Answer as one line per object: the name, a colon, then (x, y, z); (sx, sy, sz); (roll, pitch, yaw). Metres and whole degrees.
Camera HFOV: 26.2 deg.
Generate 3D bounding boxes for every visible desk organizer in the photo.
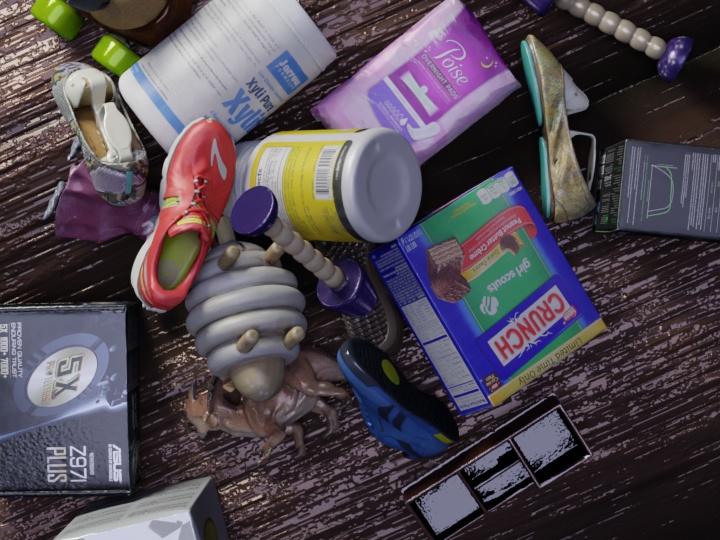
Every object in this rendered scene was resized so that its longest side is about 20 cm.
desk organizer: (0.144, 0.215, 1.644); (0.199, 0.077, 0.072); (-33, 91, 2)

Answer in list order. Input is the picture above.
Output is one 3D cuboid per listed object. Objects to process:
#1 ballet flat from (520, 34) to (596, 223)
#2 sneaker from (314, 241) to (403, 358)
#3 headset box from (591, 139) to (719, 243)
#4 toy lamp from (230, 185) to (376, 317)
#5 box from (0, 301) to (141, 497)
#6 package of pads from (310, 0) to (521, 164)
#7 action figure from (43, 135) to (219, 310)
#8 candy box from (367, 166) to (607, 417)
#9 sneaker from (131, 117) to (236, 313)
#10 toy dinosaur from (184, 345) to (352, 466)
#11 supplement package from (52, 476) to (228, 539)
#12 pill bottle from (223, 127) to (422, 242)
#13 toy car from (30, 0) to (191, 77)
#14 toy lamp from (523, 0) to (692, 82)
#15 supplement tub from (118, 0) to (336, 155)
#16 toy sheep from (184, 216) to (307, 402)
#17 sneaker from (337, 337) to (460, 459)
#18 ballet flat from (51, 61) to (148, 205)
ballet flat: (0.214, -0.152, 1.638); (0.070, 0.071, 0.201); (-9, 97, 1)
sneaker: (0.000, 0.000, 1.651); (0.070, 0.076, 0.201); (-15, 72, 15)
headset box: (0.350, -0.075, 1.584); (0.199, 0.174, 0.093); (5, 91, -1)
toy lamp: (-0.050, -0.011, 1.523); (0.058, 0.058, 0.200); (-50, 135, 2)
box: (-0.320, 0.135, 1.645); (0.163, 0.086, 0.201); (0, 92, 0)
package of pads: (0.059, -0.183, 1.635); (0.200, 0.076, 0.121); (-38, 94, 2)
action figure: (-0.228, -0.060, 1.650); (0.199, 0.134, 0.149); (22, 49, -12)
candy box: (0.132, 0.022, 1.609); (0.169, 0.077, 0.201); (-32, 93, -27)
sneaker: (-0.164, -0.053, 1.531); (0.077, 0.085, 0.201); (17, 87, -19)
toy dinosaur: (-0.088, 0.127, 1.647); (0.199, 0.086, 0.136); (-34, 70, -9)
supplement package: (-0.209, 0.333, 1.592); (0.146, 0.200, 0.192); (-13, 92, 1)
pill bottle: (-0.046, -0.086, 1.577); (0.199, 0.114, 0.115); (3, 92, 42)
toy car: (-0.252, -0.300, 1.573); (0.157, 0.200, 0.165); (35, 92, 0)
toy lamp: (0.251, -0.268, 1.631); (0.199, 0.058, 0.058); (26, 92, -1)
supplement tub: (-0.139, -0.209, 1.609); (0.200, 0.132, 0.132); (-39, 91, 3)
toy sheep: (-0.117, 0.037, 1.578); (0.137, 0.138, 0.201); (-10, 72, 1)
sneaker: (0.023, 0.143, 1.606); (0.078, 0.066, 0.200); (-29, 136, 19)
ballet flat: (-0.262, -0.158, 1.574); (0.072, 0.072, 0.201); (-29, 59, 2)
